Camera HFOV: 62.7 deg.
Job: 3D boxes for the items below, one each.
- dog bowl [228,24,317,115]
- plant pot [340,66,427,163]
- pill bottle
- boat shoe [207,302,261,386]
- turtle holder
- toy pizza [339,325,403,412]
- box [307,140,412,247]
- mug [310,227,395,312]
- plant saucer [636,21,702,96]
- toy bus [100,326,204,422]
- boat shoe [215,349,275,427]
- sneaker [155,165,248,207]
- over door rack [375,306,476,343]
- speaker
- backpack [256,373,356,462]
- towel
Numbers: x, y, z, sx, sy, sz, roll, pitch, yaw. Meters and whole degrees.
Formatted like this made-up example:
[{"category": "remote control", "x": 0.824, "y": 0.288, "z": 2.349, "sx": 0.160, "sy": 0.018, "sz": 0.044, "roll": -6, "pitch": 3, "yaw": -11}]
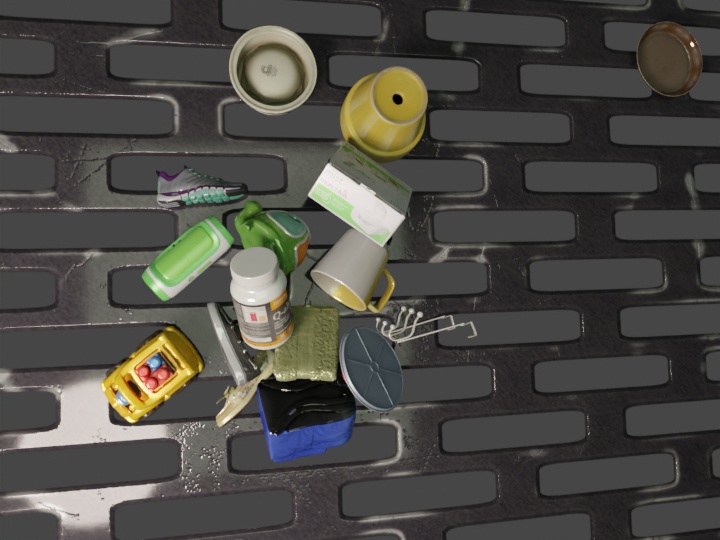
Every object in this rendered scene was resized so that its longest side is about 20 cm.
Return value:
[{"category": "dog bowl", "x": -0.200, "y": -0.446, "z": 1.347, "sx": 0.198, "sy": 0.074, "sz": 0.203, "roll": 1, "pitch": 87, "yaw": -11}, {"category": "plant pot", "x": 0.064, "y": -0.363, "z": 1.337, "sx": 0.198, "sy": 0.189, "sz": 0.203, "roll": 0, "pitch": 87, "yaw": -10}, {"category": "pill bottle", "x": -0.204, "y": 0.058, "z": 1.215, "sx": 0.115, "sy": 0.117, "sz": 0.201, "roll": -13, "pitch": 133, "yaw": -12}, {"category": "boat shoe", "x": -0.277, "y": 0.153, "z": 1.283, "sx": 0.056, "sy": 0.069, "sz": 0.201, "roll": -21, "pitch": 69, "yaw": -21}, {"category": "turtle holder", "x": -0.195, "y": -0.068, "z": 1.307, "sx": 0.131, "sy": 0.184, "sz": 0.142, "roll": -35, "pitch": 129, "yaw": -34}, {"category": "toy pizza", "x": 0.022, "y": 0.221, "z": 1.323, "sx": 0.199, "sy": 0.032, "sz": 0.202, "roll": 31, "pitch": 43, "yaw": -33}, {"category": "box", "x": 0.007, "y": -0.175, "z": 1.310, "sx": 0.199, "sy": 0.177, "sz": 0.097, "roll": 34, "pitch": 119, "yaw": -8}, {"category": "mug", "x": -0.008, "y": -0.006, "z": 1.346, "sx": 0.148, "sy": 0.187, "sz": 0.154, "roll": 25, "pitch": 71, "yaw": 24}, {"category": "plant saucer", "x": 0.817, "y": -0.559, "z": 1.577, "sx": 0.198, "sy": 0.032, "sz": 0.203, "roll": 1, "pitch": 86, "yaw": -11}, {"category": "toy bus", "x": -0.433, "y": 0.222, "z": 1.203, "sx": 0.199, "sy": 0.192, "sz": 0.136, "roll": -39, "pitch": 96, "yaw": -9}, {"category": "boat shoe", "x": -0.254, "y": 0.254, "z": 1.301, "sx": 0.063, "sy": 0.073, "sz": 0.200, "roll": 40, "pitch": 69, "yaw": 0}, {"category": "sneaker", "x": -0.351, "y": -0.196, "z": 1.305, "sx": 0.198, "sy": 0.074, "sz": 0.089, "roll": -8, "pitch": 83, "yaw": -11}, {"category": "over door rack", "x": 0.144, "y": 0.117, "z": 1.346, "sx": 0.197, "sy": 0.148, "sz": 0.067, "roll": -3, "pitch": 93, "yaw": -11}, {"category": "speaker", "x": -0.373, "y": -0.028, "z": 1.283, "sx": 0.200, "sy": 0.088, "sz": 0.089, "roll": -43, "pitch": 95, "yaw": -10}, {"category": "backpack", "x": -0.112, "y": 0.311, "z": 1.273, "sx": 0.198, "sy": 0.169, "sz": 0.163, "roll": -10, "pitch": 45, "yaw": -16}, {"category": "towel", "x": -0.117, "y": 0.155, "z": 1.297, "sx": 0.146, "sy": 0.037, "sz": 0.201, "roll": 1, "pitch": 47, "yaw": -5}]
